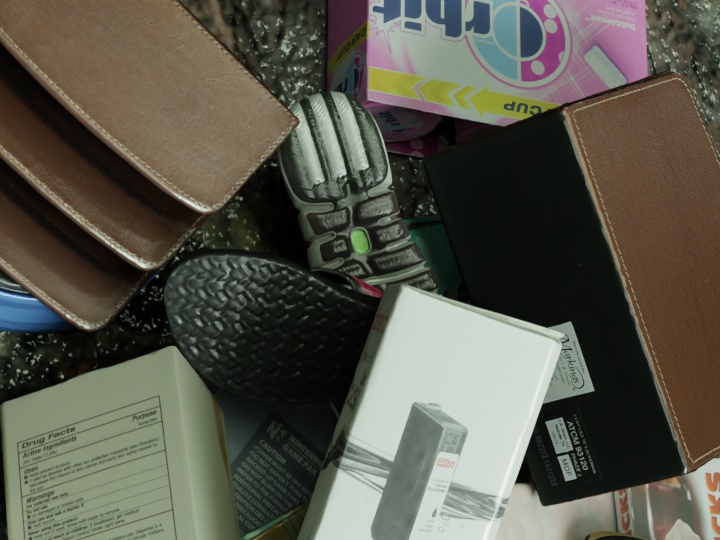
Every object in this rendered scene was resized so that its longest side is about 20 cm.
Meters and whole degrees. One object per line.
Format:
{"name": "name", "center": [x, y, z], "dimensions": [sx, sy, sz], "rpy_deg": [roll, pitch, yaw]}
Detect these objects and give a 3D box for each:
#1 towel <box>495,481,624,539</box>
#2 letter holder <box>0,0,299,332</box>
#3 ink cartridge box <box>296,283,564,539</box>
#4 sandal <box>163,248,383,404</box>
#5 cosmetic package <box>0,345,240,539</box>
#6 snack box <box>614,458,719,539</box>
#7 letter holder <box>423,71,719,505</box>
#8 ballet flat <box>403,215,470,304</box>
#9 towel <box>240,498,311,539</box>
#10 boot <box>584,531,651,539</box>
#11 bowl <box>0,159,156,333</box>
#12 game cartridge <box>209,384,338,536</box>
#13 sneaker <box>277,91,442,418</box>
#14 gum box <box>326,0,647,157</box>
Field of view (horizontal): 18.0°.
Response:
{"name": "towel", "center": [0.101, 0.214, 1.235], "dimensions": [0.190, 0.032, 0.201], "rpy_deg": [3, 70, -51]}
{"name": "letter holder", "center": [-0.159, -0.086, 1.176], "dimensions": [0.200, 0.101, 0.142], "rpy_deg": [44, 62, -5]}
{"name": "ink cartridge box", "center": [0.021, 0.110, 1.095], "dimensions": [0.083, 0.144, 0.201], "rpy_deg": [20, 89, -2]}
{"name": "sandal", "center": [-0.011, 0.035, 1.190], "dimensions": [0.199, 0.045, 0.076], "rpy_deg": [13, 106, -17]}
{"name": "cosmetic package", "center": [-0.113, 0.148, 1.117], "dimensions": [0.105, 0.071, 0.201], "rpy_deg": [-17, 52, 11]}
{"name": "snack box", "center": [0.187, 0.203, 1.278], "dimensions": [0.071, 0.024, 0.201], "rpy_deg": [4, 67, -19]}
{"name": "letter holder", "center": [0.142, 0.006, 1.254], "dimensions": [0.142, 0.100, 0.201], "rpy_deg": [-21, 92, -50]}
{"name": "ballet flat", "center": [0.103, -0.006, 1.334], "dimensions": [0.199, 0.067, 0.071], "rpy_deg": [-12, 76, -21]}
{"name": "towel", "center": [-0.052, 0.215, 1.182], "dimensions": [0.199, 0.022, 0.147], "rpy_deg": [-28, 91, -19]}
{"name": "boot", "center": [0.219, 0.185, 1.204], "dimensions": [0.199, 0.138, 0.078], "rpy_deg": [29, 62, -5]}
{"name": "bowl", "center": [-0.182, -0.067, 1.237], "dimensions": [0.199, 0.039, 0.202], "rpy_deg": [8, 70, -22]}
{"name": "game cartridge", "center": [-0.017, 0.142, 1.244], "dimensions": [0.200, 0.042, 0.133], "rpy_deg": [42, 57, -6]}
{"name": "sneaker", "center": [0.000, 0.000, 1.266], "dimensions": [0.075, 0.116, 0.202], "rpy_deg": [-12, 94, -6]}
{"name": "gum box", "center": [0.081, -0.125, 1.362], "dimensions": [0.199, 0.066, 0.114], "rpy_deg": [9, 68, -22]}
